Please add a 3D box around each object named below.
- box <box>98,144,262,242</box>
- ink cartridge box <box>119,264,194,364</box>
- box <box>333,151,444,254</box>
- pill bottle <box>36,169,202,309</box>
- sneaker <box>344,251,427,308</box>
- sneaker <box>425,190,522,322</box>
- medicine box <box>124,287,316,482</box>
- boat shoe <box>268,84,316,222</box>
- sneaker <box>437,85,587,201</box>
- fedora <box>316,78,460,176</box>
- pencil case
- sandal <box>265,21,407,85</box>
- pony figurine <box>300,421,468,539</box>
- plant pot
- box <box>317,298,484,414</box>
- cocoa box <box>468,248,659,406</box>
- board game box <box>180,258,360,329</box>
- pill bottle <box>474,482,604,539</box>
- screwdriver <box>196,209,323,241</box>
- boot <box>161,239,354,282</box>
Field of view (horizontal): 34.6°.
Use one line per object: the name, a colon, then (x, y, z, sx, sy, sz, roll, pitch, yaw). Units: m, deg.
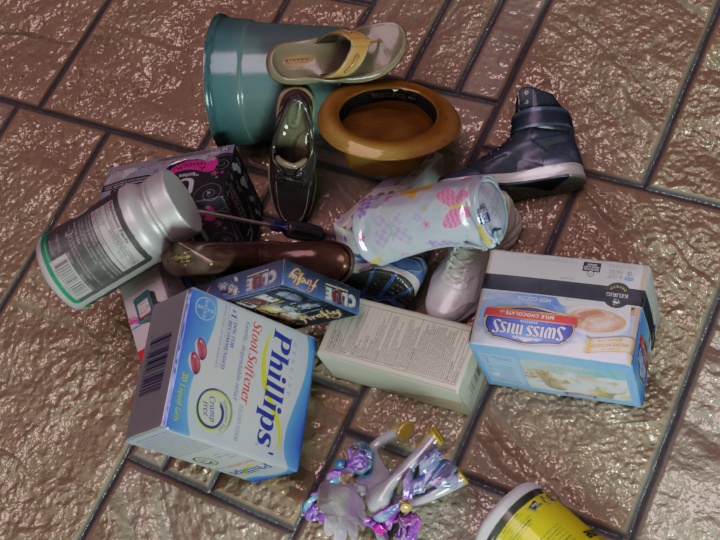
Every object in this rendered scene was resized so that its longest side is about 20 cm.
box: (-0.256, -0.081, 1.641, 0.198, 0.133, 0.115, -9, 45, 14)
ink cartridge box: (-0.254, 0.086, 1.564, 0.067, 0.116, 0.201, -30, 57, 9)
box: (0.042, -0.098, 1.578, 0.039, 0.042, 0.200, 27, 54, 30)
pill bottle: (-0.315, -0.043, 1.520, 0.199, 0.113, 0.114, -29, 56, 10)
sneaker: (0.000, 0.000, 1.568, 0.199, 0.076, 0.077, 15, 39, 28)
sneaker: (0.138, -0.025, 1.506, 0.077, 0.100, 0.201, 22, 71, 25)
medicine box: (-0.170, 0.146, 1.444, 0.103, 0.199, 0.184, -23, 52, 48)
boat shoe: (-0.098, -0.155, 1.613, 0.073, 0.202, 0.065, 2, 22, 4)
sneaker: (0.196, -0.170, 1.574, 0.200, 0.077, 0.147, -8, 70, 3)
fedora: (0.036, -0.184, 1.578, 0.199, 0.082, 0.201, 3, 41, -3)
pencil case: (0.086, -0.062, 1.454, 0.199, 0.091, 0.083, -8, 19, 33)
sandal: (-0.031, -0.297, 1.575, 0.198, 0.054, 0.081, -9, 79, -6)
pony figurine: (0.024, 0.273, 1.366, 0.199, 0.167, 0.193, -35, 25, 1)
plant pot: (-0.108, -0.277, 1.690, 0.194, 0.201, 0.202, 0, 61, 9)
box: (0.056, 0.106, 1.474, 0.199, 0.078, 0.095, 15, 68, 25)
cocoa box: (0.248, 0.070, 1.396, 0.198, 0.134, 0.132, 7, 65, 22)
board game box: (-0.118, 0.040, 1.475, 0.199, 0.135, 0.035, -15, 62, 42)
pill bottle: (0.229, 0.335, 1.267, 0.112, 0.113, 0.200, -46, 59, -10)
screwdriver: (-0.138, -0.067, 1.588, 0.028, 0.199, 0.029, -65, 33, 21)
boot: (-0.133, -0.013, 1.481, 0.185, 0.199, 0.065, -1, 86, 40)
